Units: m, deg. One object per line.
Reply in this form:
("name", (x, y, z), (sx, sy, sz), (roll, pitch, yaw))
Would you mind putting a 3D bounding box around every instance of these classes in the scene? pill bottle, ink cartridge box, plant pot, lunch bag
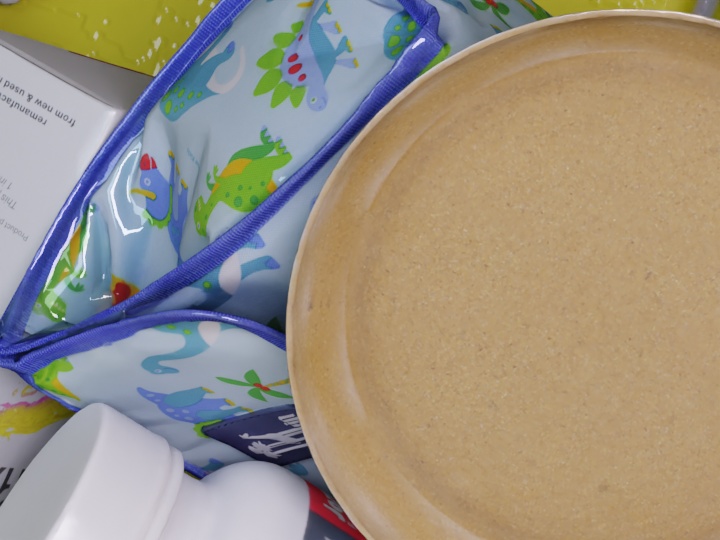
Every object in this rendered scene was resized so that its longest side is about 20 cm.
("pill bottle", (-0.028, 0.133, 0.877), (0.200, 0.120, 0.120), (34, 104, -15))
("ink cartridge box", (-0.121, 0.024, 0.977), (0.083, 0.146, 0.200), (30, 99, 27))
("plant pot", (0.078, 0.017, 0.796), (0.200, 0.027, 0.200), (1, 108, 3))
("lunch bag", (0.000, 0.000, 0.889), (0.200, 0.170, 0.128), (-42, 38, 20))

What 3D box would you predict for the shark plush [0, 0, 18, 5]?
("shark plush", (-0.192, -0.129, 1.099), (0.200, 0.091, 0.083), (-44, 44, 37))
